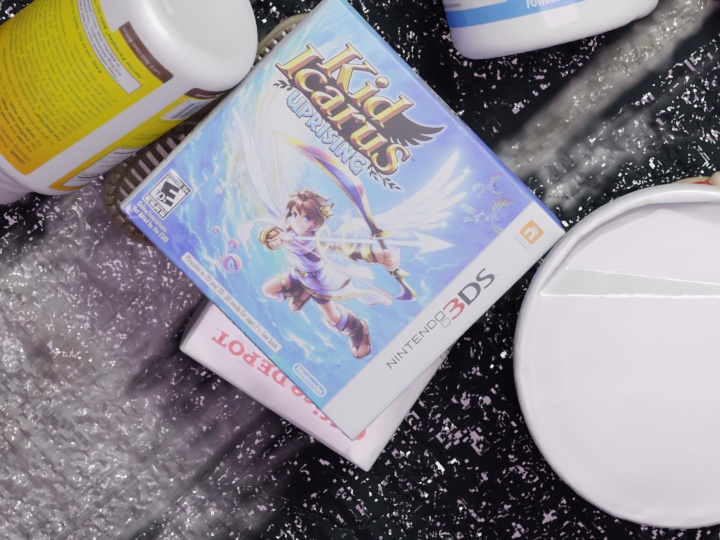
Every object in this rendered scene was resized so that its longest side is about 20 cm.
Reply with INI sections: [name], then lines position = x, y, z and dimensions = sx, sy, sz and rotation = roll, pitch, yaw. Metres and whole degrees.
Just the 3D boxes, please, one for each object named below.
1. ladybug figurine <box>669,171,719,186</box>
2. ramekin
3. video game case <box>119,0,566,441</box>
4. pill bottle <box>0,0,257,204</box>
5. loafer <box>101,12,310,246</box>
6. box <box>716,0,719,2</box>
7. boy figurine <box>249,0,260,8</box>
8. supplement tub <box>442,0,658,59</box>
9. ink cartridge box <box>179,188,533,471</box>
[ladybug figurine]
position = 0.210, 0.037, 1.520
dimensions = 0.135, 0.072, 0.201
rotation = 7, 99, -1
[ramekin]
position = 0.188, 0.044, 1.437
dimensions = 0.201, 0.094, 0.204
rotation = 0, 100, 1
[video game case]
position = -0.010, -0.032, 1.435
dimensions = 0.181, 0.045, 0.200
rotation = -45, 97, 6
[pill bottle]
position = -0.164, -0.117, 1.446
dimensions = 0.200, 0.109, 0.109
rotation = -30, 99, 33
[loafer]
position = -0.077, -0.088, 1.502
dimensions = 0.200, 0.068, 0.076
rotation = -37, 95, 21
[box]
position = 0.318, -0.246, 1.487
dimensions = 0.199, 0.050, 0.159
rotation = -2, 99, 0
[boy figurine]
position = -0.142, -0.224, 1.478
dimensions = 0.200, 0.064, 0.124
rotation = 43, 118, -4
[supplement tub]
position = 0.096, -0.238, 1.445
dimensions = 0.131, 0.132, 0.201
rotation = -15, 100, 2
[ink cartridge box]
position = 0.000, 0.000, 1.506
dimensions = 0.146, 0.086, 0.201
rotation = 33, 96, -5
